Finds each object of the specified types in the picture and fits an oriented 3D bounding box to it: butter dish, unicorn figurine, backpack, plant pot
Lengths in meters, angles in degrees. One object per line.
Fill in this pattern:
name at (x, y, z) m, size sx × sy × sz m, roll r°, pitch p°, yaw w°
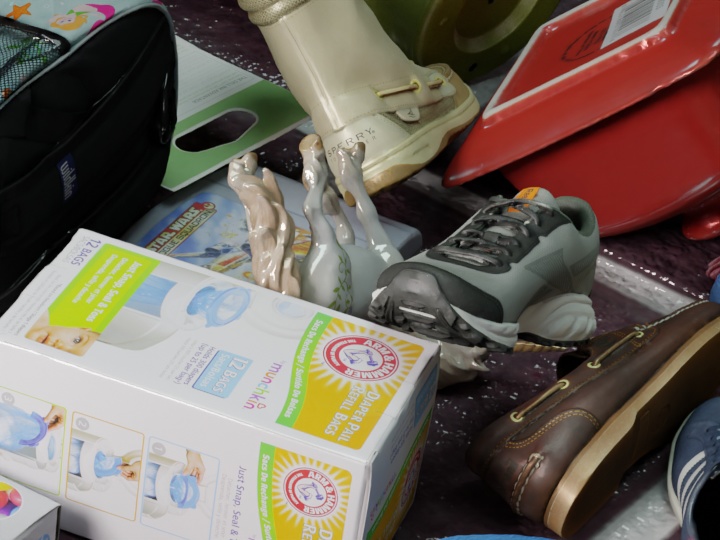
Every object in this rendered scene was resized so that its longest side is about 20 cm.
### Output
butter dish at (0.177, -0.084, 1.622) m, size 0.199 × 0.148 × 0.200 m, roll -26°, pitch 17°, yaw 31°
unicorn figurine at (0.000, 0.000, 1.450) m, size 0.200 × 0.074 × 0.138 m, roll -8°, pitch 75°, yaw -47°
backpack at (-0.186, -0.069, 1.454) m, size 0.150 × 0.178 × 0.200 m, roll 29°, pitch 51°, yaw 24°
plant pot at (0.029, -0.225, 1.765) m, size 0.200 × 0.201 × 0.193 m, roll -19°, pitch 55°, yaw -36°

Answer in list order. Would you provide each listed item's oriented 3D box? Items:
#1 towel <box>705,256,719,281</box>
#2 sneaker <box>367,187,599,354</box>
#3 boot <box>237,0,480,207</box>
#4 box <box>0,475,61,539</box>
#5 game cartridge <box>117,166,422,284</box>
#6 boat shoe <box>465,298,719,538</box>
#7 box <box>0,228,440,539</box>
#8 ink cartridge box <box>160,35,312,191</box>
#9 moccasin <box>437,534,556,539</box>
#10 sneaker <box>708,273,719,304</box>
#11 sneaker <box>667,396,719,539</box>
towel at (0.281, -0.077, 1.626) m, size 0.023 × 0.144 × 0.200 m, roll 41°, pitch 38°, yaw 2°
sneaker at (0.064, -0.003, 1.369) m, size 0.074 × 0.080 × 0.200 m, roll 15°, pitch 9°, yaw 24°
boot at (-0.005, -0.132, 1.608) m, size 0.073 × 0.156 × 0.200 m, roll -28°, pitch 8°, yaw 21°
box at (-0.257, 0.139, 1.262) m, size 0.155 × 0.041 × 0.200 m, roll 23°, pitch 37°, yaw 19°
game cartridge at (-0.067, 0.007, 1.512) m, size 0.133 × 0.042 × 0.200 m, roll 25°, pitch 36°, yaw 15°
boat shoe at (0.132, 0.063, 1.441) m, size 0.070 × 0.071 × 0.200 m, roll 31°, pitch 39°, yaw 23°
box at (-0.074, 0.074, 1.346) m, size 0.199 × 0.102 × 0.113 m, roll 18°, pitch 35°, yaw 13°
ink cartridge box at (-0.141, -0.094, 1.633) m, size 0.200 × 0.048 × 0.145 m, roll 30°, pitch 39°, yaw 27°
moccasin at (0.113, 0.179, 1.270) m, size 0.199 × 0.068 × 0.081 m, roll 14°, pitch 41°, yaw 10°
sneaker at (0.287, 0.006, 1.561) m, size 0.199 × 0.079 × 0.066 m, roll -8°, pitch 35°, yaw -27°
sneaker at (0.194, 0.109, 1.374) m, size 0.075 × 0.085 × 0.200 m, roll 8°, pitch 33°, yaw -1°
